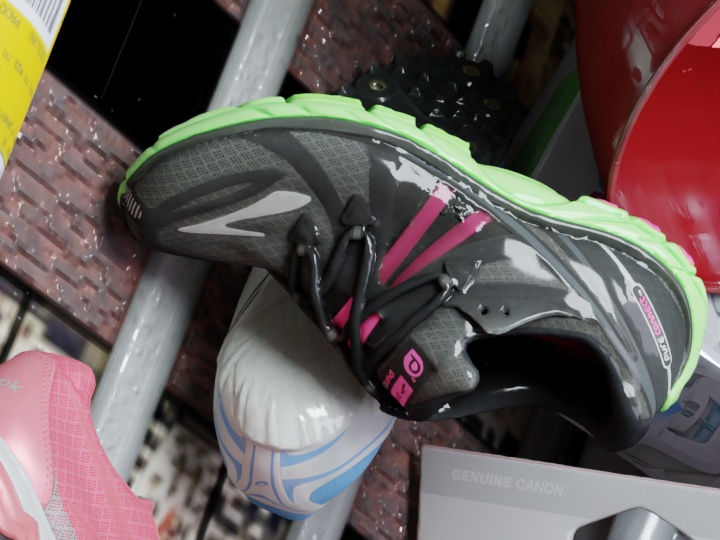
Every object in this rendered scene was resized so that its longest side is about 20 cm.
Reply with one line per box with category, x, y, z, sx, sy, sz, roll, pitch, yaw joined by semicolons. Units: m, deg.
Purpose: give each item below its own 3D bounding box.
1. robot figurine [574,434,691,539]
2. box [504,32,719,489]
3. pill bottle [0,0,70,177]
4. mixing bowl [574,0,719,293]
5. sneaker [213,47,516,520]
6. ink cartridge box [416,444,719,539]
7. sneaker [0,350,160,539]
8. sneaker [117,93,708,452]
robot figurine;0.137;0.120;1.165;0.170;0.113;0.200;46;58;-57
box;0.147;-0.023;1.096;0.176;0.097;0.200;35;58;-6
pill bottle;-0.153;-0.030;0.747;0.111;0.111;0.200;39;64;-49
mixing bowl;0.151;-0.098;0.979;0.200;0.108;0.200;-19;145;-14
sneaker;0.000;0.000;1.010;0.072;0.072;0.200;101;14;-55
ink cartridge box;0.108;0.163;1.058;0.045;0.200;0.176;2;94;-57
sneaker;-0.084;0.115;0.896;0.087;0.074;0.200;-45;129;-42
sneaker;0.015;0.003;0.922;0.077;0.200;0.084;106;1;-57
